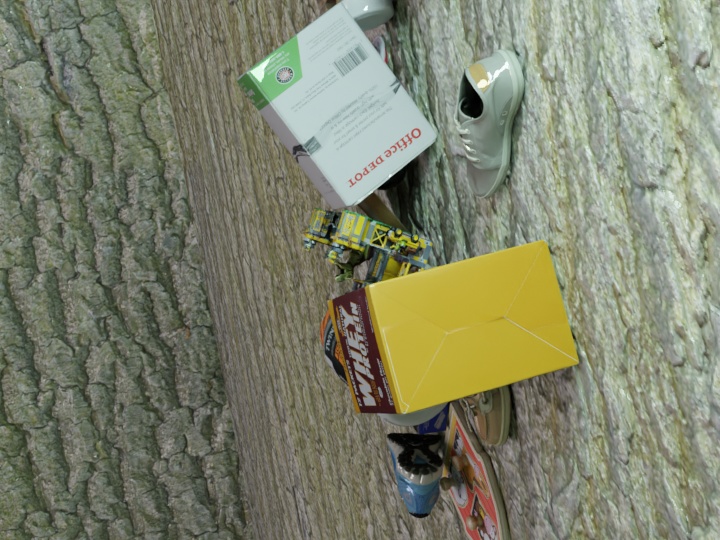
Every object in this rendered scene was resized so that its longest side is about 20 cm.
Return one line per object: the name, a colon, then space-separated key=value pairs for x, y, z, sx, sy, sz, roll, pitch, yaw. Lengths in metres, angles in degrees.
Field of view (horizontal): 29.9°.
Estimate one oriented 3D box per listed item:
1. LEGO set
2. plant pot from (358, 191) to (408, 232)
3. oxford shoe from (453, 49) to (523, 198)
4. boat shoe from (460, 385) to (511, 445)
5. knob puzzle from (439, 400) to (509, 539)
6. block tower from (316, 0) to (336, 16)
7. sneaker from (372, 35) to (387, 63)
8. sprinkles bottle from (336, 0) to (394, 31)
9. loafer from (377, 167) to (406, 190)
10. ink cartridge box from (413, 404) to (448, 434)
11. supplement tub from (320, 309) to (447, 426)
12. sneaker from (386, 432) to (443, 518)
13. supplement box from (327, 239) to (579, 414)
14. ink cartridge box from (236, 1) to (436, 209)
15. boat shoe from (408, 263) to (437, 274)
LEGO set: x=0.000 y=0.000 z=1.632 sx=0.200 sy=0.153 sz=0.116 roll=14 pitch=85 yaw=65
plant pot: x=-0.007 y=-0.108 z=1.771 sx=0.200 sy=0.027 sz=0.200 roll=47 pitch=-179 yaw=-1
oxford shoe: x=0.123 y=-0.148 z=1.397 sx=0.200 sy=0.058 sz=0.075 roll=94 pitch=154 yaw=-55
boat shoe: x=0.132 y=0.116 z=1.600 sx=0.073 sy=0.063 sz=0.201 roll=-154 pitch=51 yaw=-71
knob puzzle: x=0.146 y=0.304 z=1.793 sx=0.220 sy=0.030 sz=0.220 roll=166 pitch=90 yaw=-75
block tower: x=-0.048 y=-0.435 z=1.756 sx=0.054 sy=0.058 sz=0.201 roll=151 pitch=102 yaw=-75
sneaker: x=-0.017 y=-0.272 z=1.763 sx=0.200 sy=0.071 sz=0.113 roll=50 pitch=156 yaw=43
sprinkles bottle: x=-0.018 y=-0.395 z=1.654 sx=0.068 sy=0.068 sz=0.201 roll=130 pitch=124 yaw=-72
loafer: x=0.015 y=-0.160 z=1.781 sx=0.200 sy=0.073 sz=0.071 roll=-119 pitch=8 yaw=-51
ink cartridge box: x=0.066 y=0.133 z=1.873 sx=0.200 sy=0.044 sz=0.094 roll=-126 pitch=35 yaw=-55
supplement tub: x=0.029 y=0.110 z=1.748 sx=0.200 sy=0.122 sz=0.123 roll=36 pitch=138 yaw=58
sneaker: x=0.072 y=0.279 z=1.851 sx=0.200 sy=0.078 sz=0.090 roll=-76 pitch=-12 yaw=-79
supplement box: x=0.091 y=0.064 z=1.439 sx=0.200 sy=0.197 sz=0.133 roll=157 pitch=98 yaw=-76
ink cartridge box: x=-0.028 y=-0.192 z=1.611 sx=0.200 sy=0.146 sz=0.084 roll=54 pitch=167 yaw=-9
boat shoe: x=0.075 y=0.024 z=1.701 sx=0.200 sy=0.074 sz=0.069 roll=-145 pitch=48 yaw=-62
